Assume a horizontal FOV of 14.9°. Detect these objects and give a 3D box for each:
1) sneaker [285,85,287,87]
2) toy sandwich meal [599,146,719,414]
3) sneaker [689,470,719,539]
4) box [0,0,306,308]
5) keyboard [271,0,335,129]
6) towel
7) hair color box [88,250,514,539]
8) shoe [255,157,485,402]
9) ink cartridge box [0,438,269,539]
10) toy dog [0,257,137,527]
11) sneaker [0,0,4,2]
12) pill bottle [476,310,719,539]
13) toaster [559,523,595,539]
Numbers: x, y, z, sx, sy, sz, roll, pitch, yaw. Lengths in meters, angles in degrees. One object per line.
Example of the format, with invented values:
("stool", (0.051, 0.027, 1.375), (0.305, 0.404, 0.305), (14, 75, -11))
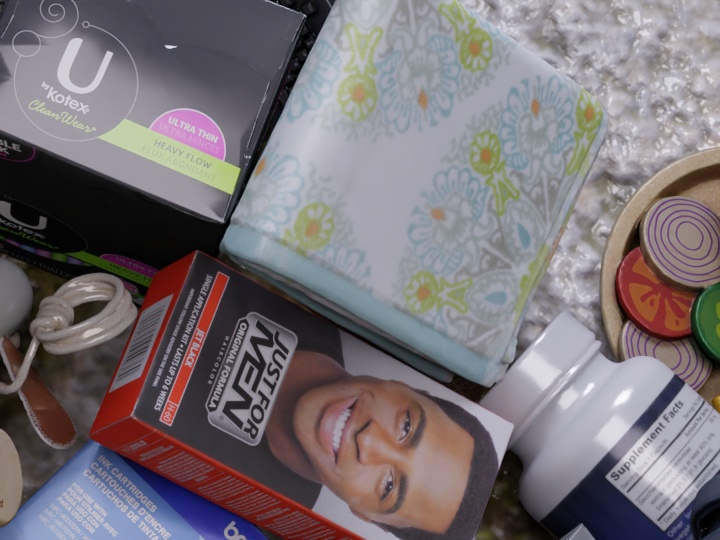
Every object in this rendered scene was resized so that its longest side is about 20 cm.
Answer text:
("sneaker", (-0.007, -0.110, 1.563), (0.083, 0.081, 0.200), (-37, 88, 13))
("toy sandwich meal", (0.237, 0.010, 1.559), (0.205, 0.070, 0.205), (3, 73, -9))
("sneaker", (0.197, 0.138, 1.385), (0.079, 0.078, 0.200), (50, 45, 3))
("box", (-0.128, -0.075, 1.451), (0.148, 0.200, 0.124), (22, 71, -4))
("keyboard", (0.017, -0.076, 1.514), (0.127, 0.021, 0.200), (-29, 95, 25))
("towel", (0.032, -0.047, 1.413), (0.200, 0.048, 0.171), (30, 79, -42))
("hair color box", (-0.029, 0.083, 1.423), (0.200, 0.061, 0.102), (29, 65, -19))
("shoe", (0.000, 0.000, 1.477), (0.070, 0.053, 0.200), (-34, 123, 4))
("ink cartridge box", (-0.125, 0.168, 1.448), (0.136, 0.076, 0.200), (44, 70, 4))
("toy dog", (-0.199, 0.087, 1.412), (0.132, 0.096, 0.200), (10, 41, 30))
("sneaker", (-0.203, -0.220, 1.550), (0.114, 0.075, 0.200), (43, 77, 4))
("pill bottle", (0.156, 0.118, 1.492), (0.200, 0.111, 0.111), (43, 71, 4))
("toaster", (0.094, 0.258, 1.406), (0.181, 0.119, 0.200), (-39, 80, 10))
